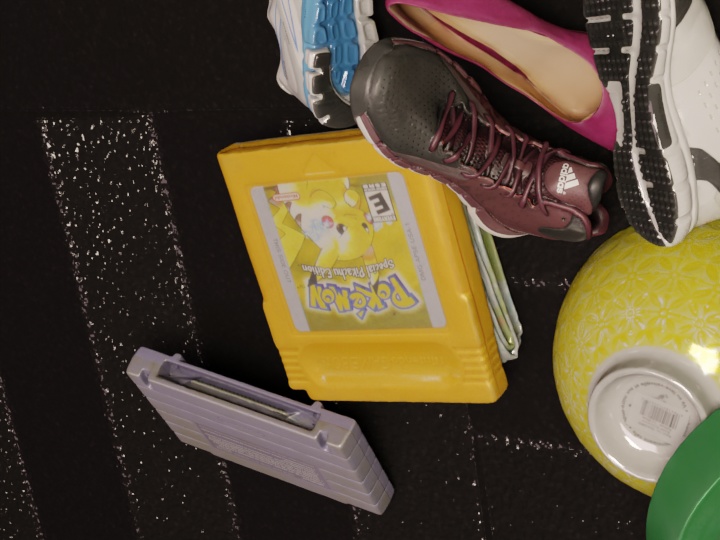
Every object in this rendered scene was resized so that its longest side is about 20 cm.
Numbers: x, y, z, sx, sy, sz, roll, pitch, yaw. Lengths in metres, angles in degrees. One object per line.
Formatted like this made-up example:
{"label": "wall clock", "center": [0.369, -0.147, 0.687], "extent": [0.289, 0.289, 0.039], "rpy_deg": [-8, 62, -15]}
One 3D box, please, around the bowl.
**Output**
{"label": "bowl", "center": [0.202, 0.076, 0.913], "extent": [0.200, 0.108, 0.201], "rpy_deg": [14, 119, 27]}

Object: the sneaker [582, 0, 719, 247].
{"label": "sneaker", "center": [0.188, -0.119, 0.854], "extent": [0.074, 0.080, 0.200], "rpy_deg": [28, 133, 60]}

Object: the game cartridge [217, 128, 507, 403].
{"label": "game cartridge", "center": [0.000, 0.000, 0.998], "extent": [0.176, 0.032, 0.200], "rpy_deg": [-3, 111, 34]}

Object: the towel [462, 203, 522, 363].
{"label": "towel", "center": [0.010, -0.004, 1.038], "extent": [0.200, 0.048, 0.172], "rpy_deg": [-9, 106, 36]}

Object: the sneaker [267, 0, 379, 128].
{"label": "sneaker", "center": [-0.031, -0.202, 0.959], "extent": [0.087, 0.075, 0.200], "rpy_deg": [30, 119, 46]}

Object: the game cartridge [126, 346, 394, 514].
{"label": "game cartridge", "center": [-0.076, 0.126, 1.127], "extent": [0.200, 0.038, 0.130], "rpy_deg": [16, 158, 26]}

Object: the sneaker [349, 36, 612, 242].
{"label": "sneaker", "center": [0.090, -0.075, 0.870], "extent": [0.115, 0.200, 0.076], "rpy_deg": [17, 79, 45]}

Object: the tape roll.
{"label": "tape roll", "center": [0.276, 0.154, 0.866], "extent": [0.200, 0.048, 0.201], "rpy_deg": [-5, 119, -9]}

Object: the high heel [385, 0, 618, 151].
{"label": "high heel", "center": [0.099, -0.120, 0.877], "extent": [0.200, 0.096, 0.067], "rpy_deg": [39, 138, -4]}
